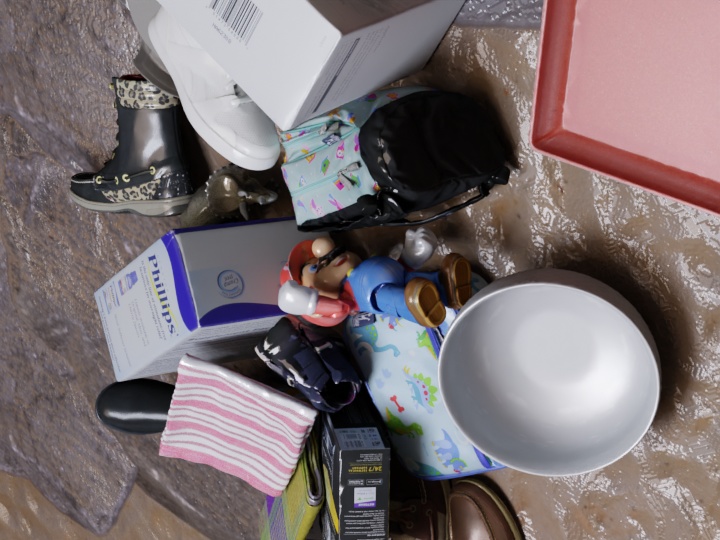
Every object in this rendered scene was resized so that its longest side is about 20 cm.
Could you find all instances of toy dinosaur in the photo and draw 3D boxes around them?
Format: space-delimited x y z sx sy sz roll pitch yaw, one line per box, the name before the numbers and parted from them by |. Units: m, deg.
toy dinosaur | -0.152 -0.068 1.638 0.200 0.102 0.077 -32 88 45

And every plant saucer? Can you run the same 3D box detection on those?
plant saucer | 0.240 -0.165 1.286 0.200 0.037 0.200 23 125 31

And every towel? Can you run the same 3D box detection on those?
towel | -0.076 0.261 1.690 0.144 0.023 0.200 -104 25 -49
towel | -0.128 0.163 1.587 0.146 0.030 0.200 21 147 -1

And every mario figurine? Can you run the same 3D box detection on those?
mario figurine | 0.000 0.000 1.459 0.200 0.123 0.106 3 82 41

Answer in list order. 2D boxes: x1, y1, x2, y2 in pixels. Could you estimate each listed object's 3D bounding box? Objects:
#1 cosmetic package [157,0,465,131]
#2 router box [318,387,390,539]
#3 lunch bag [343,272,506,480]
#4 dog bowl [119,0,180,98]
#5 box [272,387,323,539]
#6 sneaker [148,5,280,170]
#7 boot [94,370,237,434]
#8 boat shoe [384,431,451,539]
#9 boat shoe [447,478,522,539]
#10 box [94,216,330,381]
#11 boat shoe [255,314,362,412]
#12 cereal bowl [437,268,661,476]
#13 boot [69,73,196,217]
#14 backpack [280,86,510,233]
cosmetic package | -0.045 -0.256 1.374 0.199 0.200 0.123 46 132 13
router box | -0.009 0.223 1.594 0.200 0.052 0.157 -118 28 -74
lunch bag | 0.083 0.104 1.537 0.161 0.082 0.200 -11 105 41
dog bowl | -0.174 -0.278 1.579 0.200 0.059 0.200 19 123 33
box | -0.051 0.229 1.751 0.119 0.041 0.200 -3 112 43
sneaker | -0.125 -0.200 1.473 0.200 0.074 0.116 56 138 15
boot | -0.198 0.145 1.696 0.200 0.165 0.066 152 122 -73
boat shoe | 0.052 0.264 1.651 0.072 0.072 0.200 5 115 40
boat shoe | 0.129 0.314 1.612 0.072 0.068 0.200 -2 110 42
box | -0.145 0.029 1.601 0.200 0.184 0.105 -31 72 52
boat shoe | -0.036 0.107 1.576 0.075 0.200 0.093 -47 71 6
cereal bowl | 0.175 0.083 1.418 0.200 0.083 0.200 5 116 11
boot | -0.256 -0.142 1.721 0.204 0.073 0.154 9 110 45
backpack | 0.016 -0.102 1.450 0.200 0.167 0.127 -14 86 52
